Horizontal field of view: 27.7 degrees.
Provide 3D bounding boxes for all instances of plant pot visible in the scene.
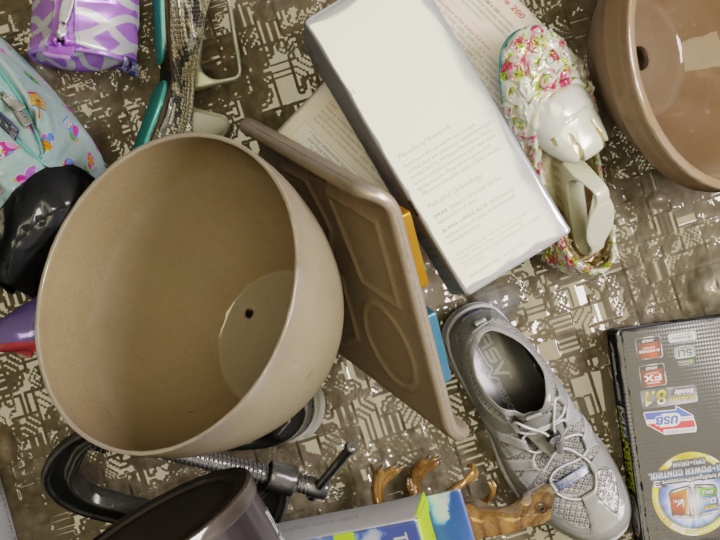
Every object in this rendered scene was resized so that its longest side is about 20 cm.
[{"bbox_3d":[0.226,-0.153,1.024,0.200,0.093,0.202,1,88,-36],"label":"plant pot"},{"bbox_3d":[-0.087,0.028,0.932,0.200,0.134,0.201,-10,70,29],"label":"plant pot"}]

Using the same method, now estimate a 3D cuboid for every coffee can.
[{"bbox_3d":[-0.087,0.250,0.939,0.146,0.146,0.201,-28,99,-1],"label":"coffee can"}]

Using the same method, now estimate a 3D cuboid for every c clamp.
[{"bbox_3d":[-0.118,0.140,1.012,0.199,0.171,0.027,12,50,-9],"label":"c clamp"}]

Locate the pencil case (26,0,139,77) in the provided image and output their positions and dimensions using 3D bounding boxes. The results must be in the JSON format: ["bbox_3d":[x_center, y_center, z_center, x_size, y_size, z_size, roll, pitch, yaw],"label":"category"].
[{"bbox_3d":[-0.199,-0.238,1.043,0.084,0.085,0.201,-1,87,20],"label":"pencil case"}]

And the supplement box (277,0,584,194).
[{"bbox_3d":[0.045,-0.116,1.049,0.126,0.074,0.200,45,89,0],"label":"supplement box"}]

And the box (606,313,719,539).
[{"bbox_3d":[0.289,0.109,1.063,0.199,0.044,0.161,-7,89,-1],"label":"box"}]

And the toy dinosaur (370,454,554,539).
[{"bbox_3d":[0.042,0.193,1.044,0.200,0.060,0.107,-35,63,20],"label":"toy dinosaur"}]

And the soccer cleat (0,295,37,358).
[{"bbox_3d":[-0.167,0.009,1.020,0.199,0.067,0.077,-16,95,-30],"label":"soccer cleat"}]

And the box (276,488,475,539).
[{"bbox_3d":[-0.013,0.231,1.020,0.199,0.048,0.122,-13,103,16],"label":"box"}]

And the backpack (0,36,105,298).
[{"bbox_3d":[-0.259,-0.082,1.017,0.126,0.167,0.200,-40,76,-9],"label":"backpack"}]

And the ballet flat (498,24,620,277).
[{"bbox_3d":[0.147,-0.077,1.008,0.075,0.064,0.201,-33,130,-16],"label":"ballet flat"}]

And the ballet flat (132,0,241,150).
[{"bbox_3d":[-0.124,-0.139,1.057,0.075,0.068,0.201,8,87,-16],"label":"ballet flat"}]

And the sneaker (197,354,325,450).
[{"bbox_3d":[-0.124,0.084,1.038,0.199,0.087,0.074,12,89,0],"label":"sneaker"}]

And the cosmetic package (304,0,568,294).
[{"bbox_3d":[0.045,-0.089,0.950,0.081,0.113,0.200,-32,90,-2],"label":"cosmetic package"}]

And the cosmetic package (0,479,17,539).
[{"bbox_3d":[-0.288,0.206,0.979,0.081,0.200,0.113,-15,92,0],"label":"cosmetic package"}]

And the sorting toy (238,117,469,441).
[{"bbox_3d":[0.000,0.000,0.965,0.036,0.185,0.201,-31,122,-17],"label":"sorting toy"}]

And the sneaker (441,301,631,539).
[{"bbox_3d":[0.123,0.114,1.042,0.075,0.082,0.200,-37,90,-1],"label":"sneaker"}]
